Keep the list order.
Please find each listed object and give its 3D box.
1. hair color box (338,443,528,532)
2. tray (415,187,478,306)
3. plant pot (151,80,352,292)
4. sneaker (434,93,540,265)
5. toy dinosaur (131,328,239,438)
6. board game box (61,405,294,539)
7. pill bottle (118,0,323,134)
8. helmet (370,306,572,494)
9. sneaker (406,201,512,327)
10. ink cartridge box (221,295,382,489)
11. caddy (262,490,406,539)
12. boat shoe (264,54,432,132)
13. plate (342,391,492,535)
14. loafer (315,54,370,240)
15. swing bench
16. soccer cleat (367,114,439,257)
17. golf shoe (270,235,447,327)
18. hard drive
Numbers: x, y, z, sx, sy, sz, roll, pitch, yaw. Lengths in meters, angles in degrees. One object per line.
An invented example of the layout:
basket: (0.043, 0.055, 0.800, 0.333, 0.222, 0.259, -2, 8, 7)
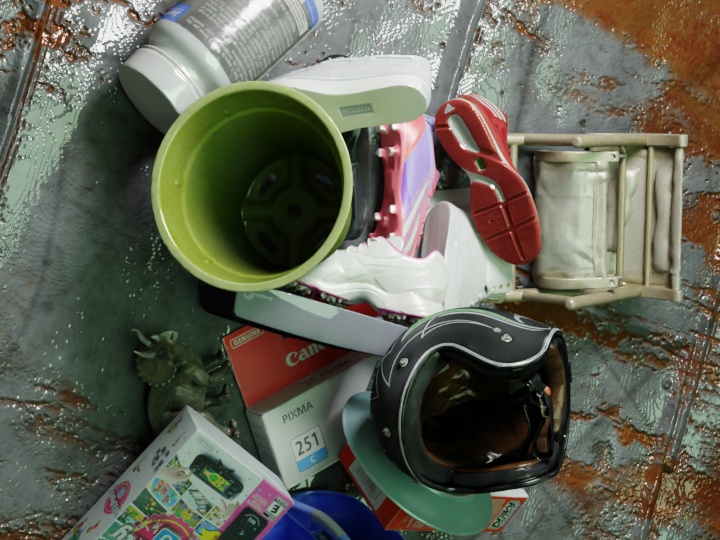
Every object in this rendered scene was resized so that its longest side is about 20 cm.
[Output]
hair color box: (0.083, 0.229, 1.764, 0.199, 0.111, 0.064, 12, 123, -47)
tray: (0.099, 0.008, 1.831, 0.106, 0.022, 0.202, -5, 98, -31)
plant pot: (-0.084, -0.071, 1.588, 0.190, 0.198, 0.202, 23, 81, -76)
sneaker: (0.162, -0.113, 1.791, 0.202, 0.078, 0.115, 67, 28, -9)
toy dinosaur: (-0.183, 0.134, 1.646, 0.101, 0.077, 0.202, -9, 116, -14)
board game box: (-0.188, 0.260, 1.618, 0.200, 0.064, 0.147, -47, 119, 3)
pill bottle: (-0.141, -0.231, 1.593, 0.200, 0.113, 0.114, -45, 117, -20)
helmet: (0.107, 0.130, 1.603, 0.200, 0.189, 0.203, -1, 90, -71)
sneaker: (0.119, 0.035, 1.780, 0.115, 0.073, 0.202, 20, 75, -32)
ink cartridge box: (-0.037, 0.116, 1.743, 0.199, 0.045, 0.178, -27, 111, -28)
caddy: (-0.033, 0.307, 1.686, 0.140, 0.199, 0.106, -19, 122, -32)
boat shoe: (-0.020, -0.193, 1.658, 0.069, 0.198, 0.072, -76, 150, -42)
plate: (0.068, 0.197, 1.691, 0.199, 0.201, 0.026, 24, 119, -33)
loafer: (-0.023, -0.131, 1.721, 0.072, 0.072, 0.202, 9, 83, -72)
swing bench: (0.279, -0.062, 1.880, 0.198, 0.129, 0.201, -3, 97, -38)
soccer cleat: (0.055, -0.076, 1.767, 0.076, 0.067, 0.202, 1, 91, -26)
golf shoe: (0.000, 0.000, 1.709, 0.198, 0.075, 0.093, 15, 83, -3)
hard drive: (-0.062, 0.049, 1.656, 0.198, 0.135, 0.043, 17, 84, -25)
